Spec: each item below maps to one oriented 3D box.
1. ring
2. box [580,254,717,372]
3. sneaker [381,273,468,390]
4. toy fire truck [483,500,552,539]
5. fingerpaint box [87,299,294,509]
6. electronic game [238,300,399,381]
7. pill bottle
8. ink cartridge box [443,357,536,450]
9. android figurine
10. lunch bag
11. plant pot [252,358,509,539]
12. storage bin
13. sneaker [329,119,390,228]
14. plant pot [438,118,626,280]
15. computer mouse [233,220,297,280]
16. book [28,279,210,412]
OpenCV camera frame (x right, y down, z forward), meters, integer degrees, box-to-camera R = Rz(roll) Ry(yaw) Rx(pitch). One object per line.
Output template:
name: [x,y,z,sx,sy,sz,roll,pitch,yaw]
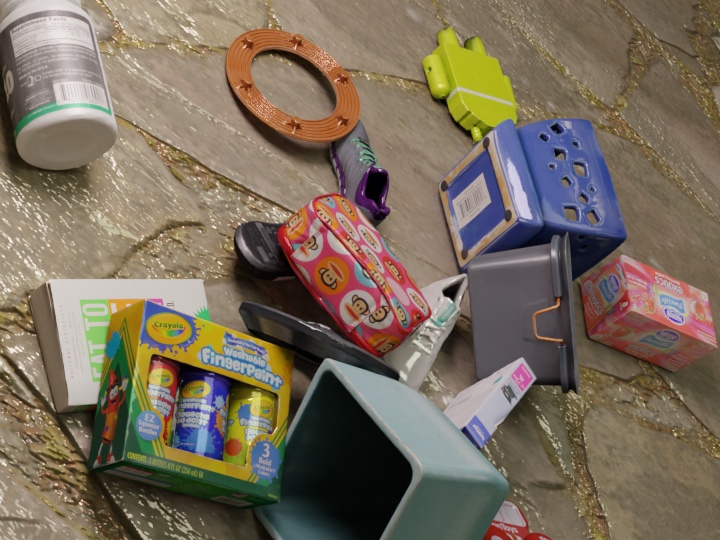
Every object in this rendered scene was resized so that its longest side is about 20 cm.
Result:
ring: [-0.087,-0.253,1.768,0.198,0.019,0.202,19,45,-19]
box: [0.439,0.068,2.010,0.198,0.094,0.104,22,50,-31]
sneaker: [0.087,0.071,1.684,0.075,0.088,0.201,42,42,-14]
toy fire truck: [0.141,0.327,1.563,0.198,0.113,0.169,18,28,-34]
fingerpaint box: [-0.170,0.143,1.372,0.198,0.073,0.169,23,61,-36]
electronic game: [-0.047,0.083,1.489,0.198,0.199,0.042,29,81,-26]
pill bottle: [-0.343,-0.225,1.468,0.112,0.113,0.203,4,60,-41]
ink cartridge box: [0.128,0.189,1.618,0.042,0.119,0.200,53,40,-1]
android figurine: [0.176,-0.281,2.046,0.180,0.041,0.203,8,58,-40]
lunch bag: [0.000,0.000,1.588,0.201,0.082,0.176,53,19,5]
plant pot: [0.042,0.237,1.404,0.198,0.198,0.196,12,23,-40]
storage bin: [0.211,0.062,1.715,0.146,0.132,0.203,-39,123,-76]
sneaker: [0.011,-0.134,1.754,0.074,0.087,0.203,18,52,-33]
plant pot: [0.228,-0.090,1.854,0.178,0.200,0.203,4,60,-33]
computer mouse: [-0.080,0.002,1.613,0.141,0.046,0.199,57,29,10]
book: [-0.244,0.079,1.409,0.198,0.048,0.136,-1,70,-44]
